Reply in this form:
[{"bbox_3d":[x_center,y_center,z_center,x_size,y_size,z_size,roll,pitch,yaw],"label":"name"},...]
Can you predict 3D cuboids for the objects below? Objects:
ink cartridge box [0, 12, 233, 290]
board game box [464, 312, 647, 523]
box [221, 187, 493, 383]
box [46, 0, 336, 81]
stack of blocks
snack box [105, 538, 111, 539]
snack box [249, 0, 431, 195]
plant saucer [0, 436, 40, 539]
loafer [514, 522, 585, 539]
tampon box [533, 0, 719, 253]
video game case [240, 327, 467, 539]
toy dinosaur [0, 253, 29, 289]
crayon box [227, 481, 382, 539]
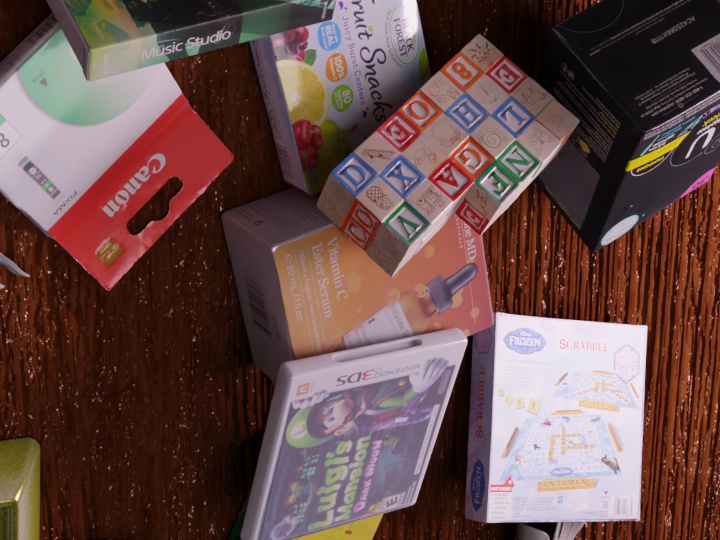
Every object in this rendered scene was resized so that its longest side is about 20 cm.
[{"bbox_3d":[-0.204,-0.097,1.066,0.161,0.050,0.200,-46,121,-8],"label":"ink cartridge box"},{"bbox_3d":[0.197,0.148,1.353,0.198,0.041,0.202,6,85,-32],"label":"board game box"},{"bbox_3d":[0.000,0.000,1.183,0.198,0.106,0.154,-22,117,-22],"label":"box"},{"bbox_3d":[-0.136,-0.223,1.007,0.198,0.145,0.036,-20,150,-23],"label":"box"},{"bbox_3d":[0.073,-0.087,1.109,0.115,0.059,0.200,42,62,7],"label":"stack of blocks"},{"bbox_3d":[-0.258,0.346,1.135,0.168,0.067,0.202,-11,116,-61],"label":"snack box"},{"bbox_3d":[-0.017,-0.184,1.140,0.141,0.053,0.202,-25,118,-23],"label":"snack box"},{"bbox_3d":[-0.351,0.248,1.100,0.198,0.048,0.202,-5,109,-29],"label":"plant saucer"},{"bbox_3d":[0.186,0.280,1.416,0.069,0.070,0.202,29,83,-30],"label":"loafer"},{"bbox_3d":[0.246,-0.141,1.210,0.149,0.127,0.201,-30,157,-17],"label":"tampon box"},{"bbox_3d":[-0.006,0.147,1.178,0.180,0.023,0.201,-9,130,-32],"label":"video game case"},{"bbox_3d":[-0.314,-0.061,0.982,0.101,0.077,0.201,-22,141,-20],"label":"toy dinosaur"},{"bbox_3d":[-0.044,0.227,1.269,0.126,0.051,0.202,21,96,-34],"label":"crayon box"}]
